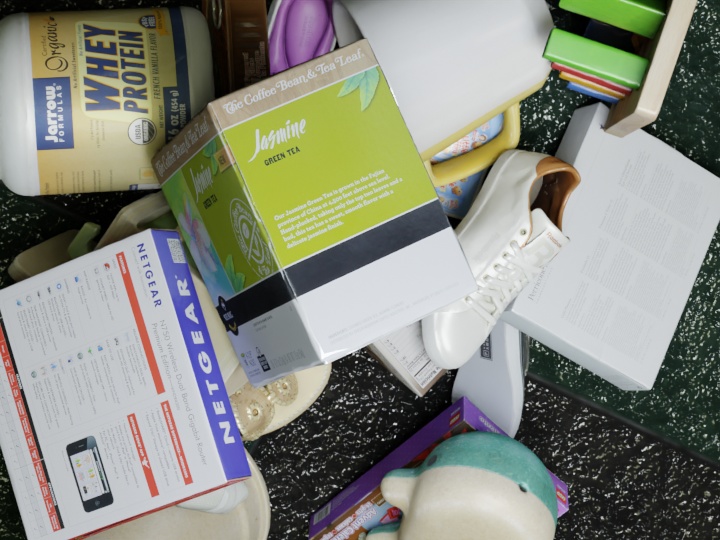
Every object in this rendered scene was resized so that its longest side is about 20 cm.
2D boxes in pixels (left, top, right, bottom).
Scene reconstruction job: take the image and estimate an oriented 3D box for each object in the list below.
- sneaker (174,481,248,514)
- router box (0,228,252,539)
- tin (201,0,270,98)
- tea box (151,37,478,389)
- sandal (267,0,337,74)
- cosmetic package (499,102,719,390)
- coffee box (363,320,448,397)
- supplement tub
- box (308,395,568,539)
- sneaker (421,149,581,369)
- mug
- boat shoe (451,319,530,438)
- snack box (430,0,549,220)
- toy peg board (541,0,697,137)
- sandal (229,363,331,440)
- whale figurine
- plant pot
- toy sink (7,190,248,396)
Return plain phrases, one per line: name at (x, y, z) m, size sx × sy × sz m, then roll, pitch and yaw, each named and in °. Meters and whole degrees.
sneaker at (-0.157, 0.140, 1.605) m, size 0.092 × 0.200 × 0.076 m, roll 29°, pitch 104°, yaw -36°
router box at (-0.195, 0.092, 1.498) m, size 0.178 × 0.049 × 0.202 m, roll -20°, pitch 82°, yaw 20°
tin at (-0.100, -0.149, 1.581) m, size 0.041 × 0.112 × 0.202 m, roll -3°, pitch 92°, yaw -18°
tea box at (-0.039, -0.036, 1.425) m, size 0.133 × 0.200 × 0.198 m, roll -23°, pitch 89°, yaw -20°
sandal at (-0.057, -0.146, 1.636) m, size 0.082 × 0.050 × 0.205 m, roll 1°, pitch 109°, yaw -10°
cosmetic package at (0.216, -0.019, 1.689) m, size 0.150 × 0.052 × 0.201 m, roll 30°, pitch 76°, yaw -20°
coffee box at (0.000, 0.000, 1.638) m, size 0.080 × 0.113 × 0.200 m, roll -45°, pitch 124°, yaw -6°
supplement tub at (-0.219, -0.134, 1.561) m, size 0.198 × 0.145 × 0.146 m, roll -4°, pitch 110°, yaw -9°
box at (0.069, 0.218, 1.763) m, size 0.137 × 0.039 × 0.200 m, roll 40°, pitch 116°, yaw -20°
sneaker at (0.117, -0.010, 1.602) m, size 0.073 × 0.084 × 0.201 m, roll 37°, pitch 71°, yaw -39°
mug at (0.074, -0.173, 1.599) m, size 0.152 × 0.187 × 0.150 m, roll -24°, pitch 76°, yaw -8°
boat shoe at (0.125, 0.070, 1.739) m, size 0.056 × 0.068 × 0.202 m, roll -30°, pitch 131°, yaw -45°
snack box at (0.093, -0.146, 1.676) m, size 0.071 × 0.024 × 0.202 m, roll 16°, pitch 105°, yaw -15°
toy peg board at (0.209, -0.223, 1.567) m, size 0.097 × 0.199 × 0.202 m, roll 20°, pitch 90°, yaw 0°
sandal at (-0.117, 0.131, 1.712) m, size 0.210 × 0.070 × 0.078 m, roll -21°, pitch 112°, yaw -2°
whale figurine at (0.086, 0.206, 1.689) m, size 0.158 × 0.104 × 0.200 m, roll 32°, pitch 143°, yaw -15°
plant pot at (-0.192, 0.241, 1.645) m, size 0.198 × 0.184 × 0.202 m, roll 5°, pitch 116°, yaw 10°
toy sink at (-0.160, 0.007, 1.587) m, size 0.200 × 0.130 × 0.112 m, roll 39°, pitch 110°, yaw 6°
